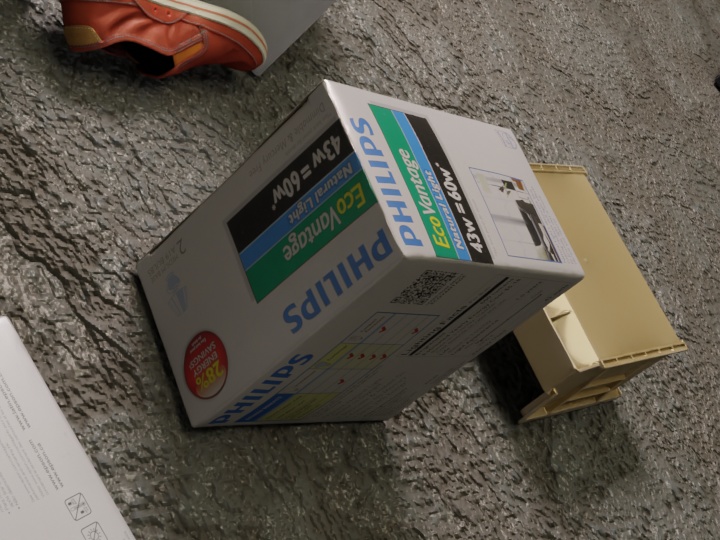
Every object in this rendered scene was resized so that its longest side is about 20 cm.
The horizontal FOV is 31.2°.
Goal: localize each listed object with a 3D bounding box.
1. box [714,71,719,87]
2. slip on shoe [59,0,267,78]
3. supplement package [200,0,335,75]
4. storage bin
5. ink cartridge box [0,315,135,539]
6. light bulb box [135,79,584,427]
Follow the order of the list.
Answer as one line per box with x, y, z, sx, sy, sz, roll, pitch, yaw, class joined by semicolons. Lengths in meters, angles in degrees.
0.653;-0.263;2.059;0.194;0.047;0.200;55;32;-2;box
-0.143;-0.170;0.945;0.199;0.073;0.062;6;89;-57;slip on shoe
-0.054;-0.309;1.062;0.147;0.191;0.201;42;33;-17;supplement package
0.165;0.015;1.125;0.198;0.093;0.201;-4;62;-52;storage bin
-0.197;0.134;0.595;0.199;0.043;0.198;-22;78;-55;ink cartridge box
0.000;0.000;0.828;0.199;0.198;0.126;6;52;-50;light bulb box
